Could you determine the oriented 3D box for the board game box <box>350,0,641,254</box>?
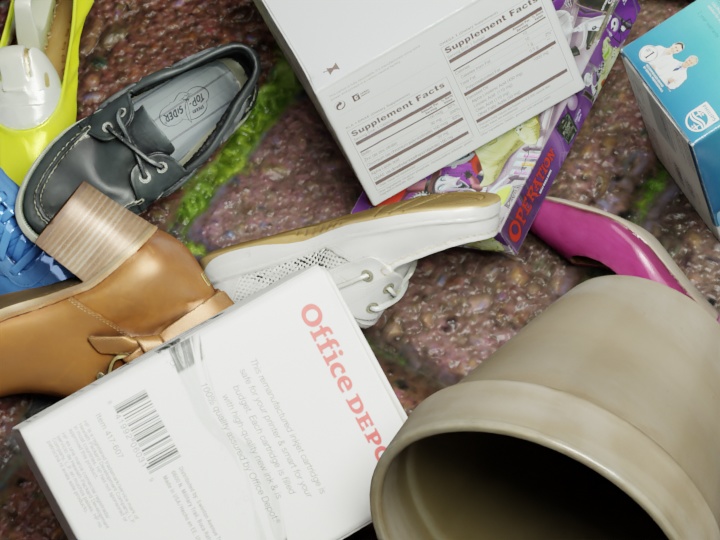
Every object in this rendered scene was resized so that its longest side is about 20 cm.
[{"bbox_3d":[0.087,-0.102,1.567,0.120,0.032,0.201,4,56,41],"label":"board game box"}]

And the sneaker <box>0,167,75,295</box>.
[{"bbox_3d":[-0.234,-0.030,1.544,0.200,0.078,0.066,41,80,17],"label":"sneaker"}]

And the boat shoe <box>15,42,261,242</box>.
[{"bbox_3d":[-0.133,-0.084,1.549,0.199,0.066,0.075,-33,85,-34],"label":"boat shoe"}]

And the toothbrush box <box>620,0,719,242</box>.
[{"bbox_3d":[0.272,-0.127,1.501,0.200,0.147,0.085,-33,62,-1],"label":"toothbrush box"}]

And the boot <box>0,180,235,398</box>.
[{"bbox_3d":[-0.166,0.064,1.495,0.155,0.074,0.200,40,106,-7],"label":"boot"}]

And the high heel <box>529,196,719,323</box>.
[{"bbox_3d":[0.166,0.023,1.501,0.199,0.067,0.097,25,94,33],"label":"high heel"}]

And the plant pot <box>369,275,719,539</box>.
[{"bbox_3d":[0.129,0.102,1.374,0.199,0.201,0.174,21,48,17],"label":"plant pot"}]

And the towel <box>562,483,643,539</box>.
[{"bbox_3d":[0.141,0.227,1.401,0.144,0.024,0.200,25,66,19],"label":"towel"}]

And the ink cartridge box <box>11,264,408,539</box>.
[{"bbox_3d":[-0.080,0.107,1.425,0.199,0.084,0.147,-28,93,-12],"label":"ink cartridge box"}]

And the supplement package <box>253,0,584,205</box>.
[{"bbox_3d":[0.022,-0.171,1.550,0.155,0.111,0.200,-30,47,0],"label":"supplement package"}]

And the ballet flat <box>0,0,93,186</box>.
[{"bbox_3d":[-0.217,-0.144,1.622,0.066,0.067,0.201,2,61,11],"label":"ballet flat"}]

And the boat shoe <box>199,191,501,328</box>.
[{"bbox_3d":[0.000,0.000,1.502,0.199,0.071,0.070,-14,93,26],"label":"boat shoe"}]
